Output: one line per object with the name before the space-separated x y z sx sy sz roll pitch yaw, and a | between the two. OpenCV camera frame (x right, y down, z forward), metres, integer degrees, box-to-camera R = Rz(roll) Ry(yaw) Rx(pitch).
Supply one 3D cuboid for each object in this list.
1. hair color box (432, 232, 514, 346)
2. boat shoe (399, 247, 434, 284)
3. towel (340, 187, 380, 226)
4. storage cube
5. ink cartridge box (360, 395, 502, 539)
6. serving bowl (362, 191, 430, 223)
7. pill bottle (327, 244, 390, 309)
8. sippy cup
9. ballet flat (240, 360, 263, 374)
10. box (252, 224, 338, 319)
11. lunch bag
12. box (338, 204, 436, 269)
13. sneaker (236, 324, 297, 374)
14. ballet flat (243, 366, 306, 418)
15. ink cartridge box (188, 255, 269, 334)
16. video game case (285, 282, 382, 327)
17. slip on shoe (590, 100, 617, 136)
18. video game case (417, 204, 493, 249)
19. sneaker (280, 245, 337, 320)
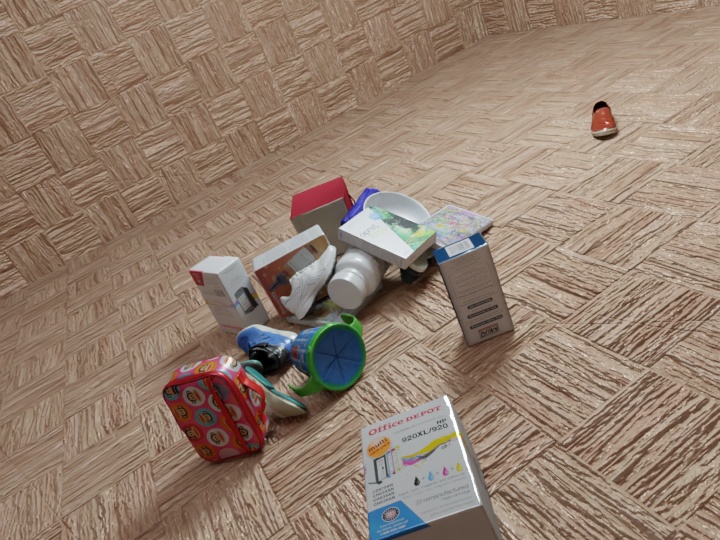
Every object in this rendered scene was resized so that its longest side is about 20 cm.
hair color box | 0.218 0.038 1.106 0.099 0.201 0.061 -21 27 5
boat shoe | 0.137 -0.028 1.447 0.061 0.075 0.200 -57 -5 26
towel | 0.039 -0.148 1.667 0.050 0.147 0.200 -43 9 44
storage cube | -0.103 -0.153 1.764 0.199 0.172 0.180 -21 28 7
ink cartridge box | 0.095 0.306 0.783 0.146 0.145 0.200 -22 26 7
serving bowl | 0.097 -0.132 1.606 0.199 0.066 0.201 10 44 -10
pill bottle | 0.000 0.000 1.410 0.114 0.115 0.200 -7 31 31
sippy cup | -0.078 0.174 1.203 0.177 0.141 0.130 -12 6 -34
ballet flat | -0.303 0.266 1.294 0.199 0.068 0.069 -25 34 22
box | -0.156 0.002 1.490 0.199 0.153 0.106 -29 22 -3
lunch bag | -0.261 0.263 1.104 0.175 0.201 0.082 -17 22 16
box | 0.066 -0.086 1.401 0.199 0.037 0.144 26 44 26
sneaker | -0.243 0.188 1.355 0.199 0.077 0.111 4 26 33
ballet flat | -0.189 0.267 1.188 0.069 0.070 0.199 -39 41 -27
ink cartridge box | -0.350 0.065 1.538 0.147 0.201 0.086 4 37 44
video game case | -0.068 0.079 1.474 0.199 0.023 0.182 3 37 43
slip on shoe | 0.731 -0.458 1.741 0.074 0.061 0.200 -9 32 25
video game case | 0.230 -0.110 1.489 0.143 0.018 0.200 26 42 35
sneaker | -0.124 0.022 1.409 0.201 0.087 0.075 -58 -1 2
